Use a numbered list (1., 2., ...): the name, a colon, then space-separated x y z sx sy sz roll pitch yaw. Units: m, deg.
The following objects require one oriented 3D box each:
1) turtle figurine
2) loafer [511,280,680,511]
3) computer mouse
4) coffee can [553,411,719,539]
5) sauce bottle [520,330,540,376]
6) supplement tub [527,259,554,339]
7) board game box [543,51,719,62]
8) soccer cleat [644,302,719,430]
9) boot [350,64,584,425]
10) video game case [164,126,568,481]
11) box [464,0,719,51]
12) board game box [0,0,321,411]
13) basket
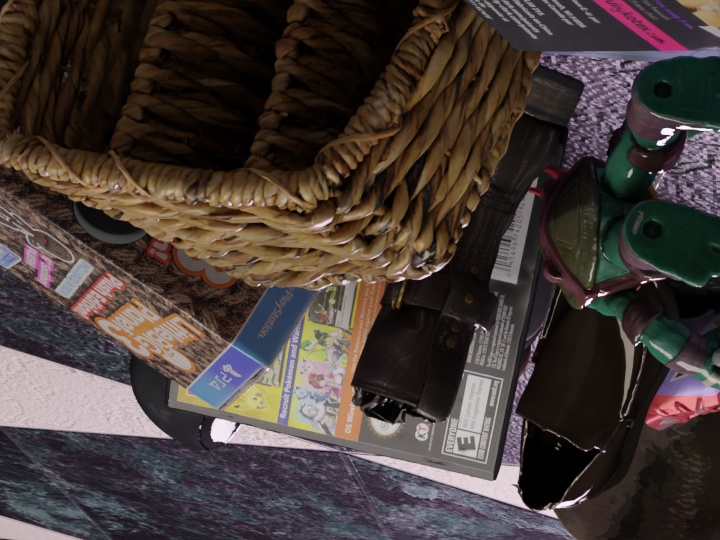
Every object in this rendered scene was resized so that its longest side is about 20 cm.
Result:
1. turtle figurine: 0.128 -0.016 1.249 0.101 0.150 0.200 -11 165 -5
2. loafer: 0.128 0.067 1.579 0.073 0.071 0.200 27 137 24
3. computer mouse: -0.104 0.004 1.507 0.140 0.046 0.200 38 127 14
4. coffee can: 0.216 0.142 1.751 0.146 0.146 0.200 5 162 29
5. sauce bottle: 0.069 0.052 1.718 0.065 0.065 0.200 16 165 -7
6. supplement tub: 0.004 0.001 1.528 0.200 0.107 0.107 2 160 37
7. board game box: 0.129 -0.115 1.191 0.200 0.019 0.103 7 164 24
8. soccer cleat: 0.198 0.059 1.618 0.200 0.073 0.068 -3 157 46
9. boot: 0.032 -0.016 1.281 0.069 0.174 0.200 20 -179 -9
10. video game case: 0.000 0.000 1.436 0.181 0.200 0.026 12 -152 5
11. box: 0.122 -0.146 0.908 0.200 0.122 0.106 2 160 33
12. board game box: -0.091 -0.066 1.198 0.200 0.159 0.097 33 161 -5
13. basket: -0.025 -0.107 1.018 0.143 0.200 0.149 -2 157 47
